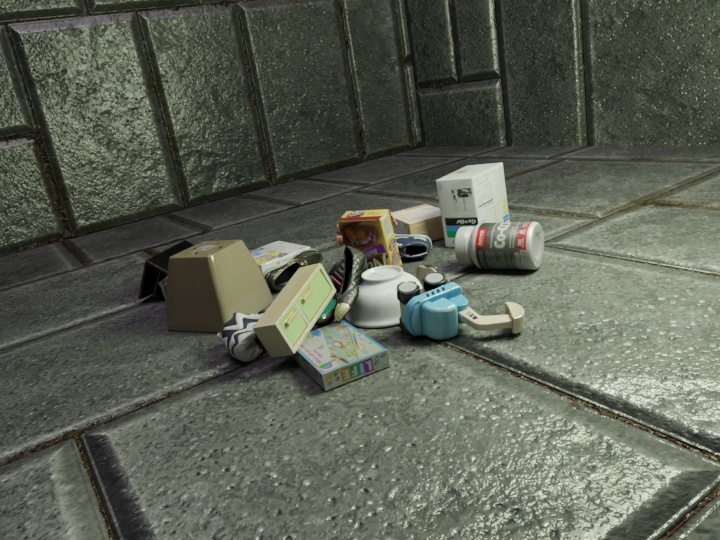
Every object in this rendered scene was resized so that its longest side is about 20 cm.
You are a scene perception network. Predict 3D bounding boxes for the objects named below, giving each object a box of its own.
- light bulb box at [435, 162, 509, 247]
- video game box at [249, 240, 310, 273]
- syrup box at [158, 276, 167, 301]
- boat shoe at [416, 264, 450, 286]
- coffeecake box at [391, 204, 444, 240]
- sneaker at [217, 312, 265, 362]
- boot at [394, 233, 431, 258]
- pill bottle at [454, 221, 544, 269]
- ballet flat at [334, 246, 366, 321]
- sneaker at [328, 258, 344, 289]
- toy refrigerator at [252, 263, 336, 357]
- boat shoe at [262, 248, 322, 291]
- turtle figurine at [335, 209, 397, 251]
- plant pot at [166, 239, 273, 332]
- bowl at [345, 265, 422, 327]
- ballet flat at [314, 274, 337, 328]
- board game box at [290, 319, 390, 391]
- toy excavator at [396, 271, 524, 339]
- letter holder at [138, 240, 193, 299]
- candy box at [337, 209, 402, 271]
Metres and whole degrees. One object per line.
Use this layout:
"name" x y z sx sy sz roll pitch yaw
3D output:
"light bulb box" 0.331 -0.190 1.758 0.124 0.203 0.197 3 21 40
"video game box" -0.277 -0.039 1.888 0.181 0.048 0.199 -20 19 -34
"syrup box" -0.440 0.032 1.662 0.198 0.080 0.081 -22 0 -36
"boat shoe" 0.181 0.025 1.384 0.062 0.074 0.200 -2 12 -11
"coffeecake box" 0.188 -0.148 1.921 0.151 0.074 0.200 -15 18 -15
"sneaker" -0.218 0.116 1.304 0.129 0.080 0.198 18 42 41
"boot" 0.101 -0.066 1.711 0.197 0.074 0.090 -6 12 10
"pill bottle" 0.340 -0.061 1.491 0.198 0.116 0.114 1 20 33
"ballet flat" -0.032 0.030 1.305 0.066 0.056 0.201 -45 21 40
"sneaker" 0.000 0.000 1.595 0.199 0.087 0.074 -34 62 -16
"toy refrigerator" -0.126 0.076 1.218 0.069 0.077 0.201 -11 29 34
"boat shoe" -0.177 0.001 1.671 0.200 0.073 0.060 -31 30 -32
"turtle figurine" 0.018 -0.087 1.557 0.159 0.065 0.202 -4 55 4
"plant pot" -0.361 0.029 1.500 0.197 0.180 0.200 0 20 27
"bowl" 0.055 0.047 1.356 0.198 0.092 0.201 -8 17 3
"ballet flat" -0.077 0.082 1.341 0.067 0.069 0.201 -7 27 7
"board game box" -0.048 0.156 1.159 0.133 0.035 0.200 -17 18 -22
"toy excavator" 0.190 0.087 1.178 0.192 0.101 0.200 -19 32 -20
"letter holder" -0.552 0.020 1.800 0.100 0.144 0.200 27 25 8
"candy box" 0.030 -0.044 1.459 0.115 0.202 0.057 0 33 30
